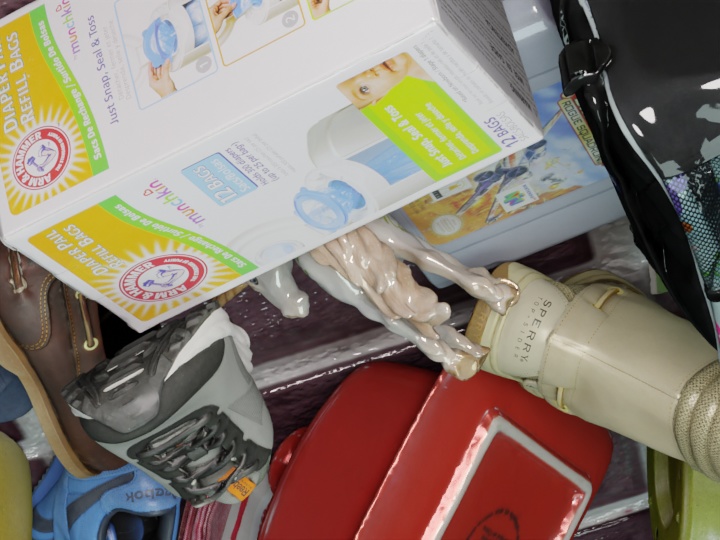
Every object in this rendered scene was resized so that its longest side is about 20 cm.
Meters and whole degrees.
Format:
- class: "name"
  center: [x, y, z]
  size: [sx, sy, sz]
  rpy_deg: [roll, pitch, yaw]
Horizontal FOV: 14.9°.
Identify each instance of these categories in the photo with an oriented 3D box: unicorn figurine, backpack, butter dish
- class: "unicorn figurine"
  center: [0.000, 0.000, 1.237]
  size: [0.137, 0.074, 0.200]
  rpy_deg: [28, 163, 5]
- class: "backpack"
  center: [0.164, -0.065, 1.144]
  size: [0.150, 0.178, 0.200]
  rpy_deg: [-16, 138, 4]
- class: "butter dish"
  center: [0.015, 0.127, 1.464]
  size: [0.200, 0.148, 0.200]
  rpy_deg: [36, 78, -56]

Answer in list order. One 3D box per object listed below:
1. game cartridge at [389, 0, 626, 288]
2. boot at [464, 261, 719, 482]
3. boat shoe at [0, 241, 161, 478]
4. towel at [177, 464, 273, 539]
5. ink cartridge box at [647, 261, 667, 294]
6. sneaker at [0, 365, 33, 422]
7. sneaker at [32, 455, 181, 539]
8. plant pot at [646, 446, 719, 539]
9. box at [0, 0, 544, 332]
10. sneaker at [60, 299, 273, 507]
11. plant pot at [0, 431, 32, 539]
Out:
- class: "game cartridge"
  center: [0.063, -0.062, 1.259]
  size: [0.133, 0.042, 0.200]
  rpy_deg: [-18, 151, 13]
- class: "boot"
  center: [0.155, 0.054, 1.361]
  size: [0.200, 0.155, 0.073]
  rpy_deg: [18, 95, -64]
- class: "boat shoe"
  center: [-0.127, 0.037, 1.297]
  size: [0.070, 0.071, 0.200]
  rpy_deg: [-14, 151, 5]
- class: "towel"
  center: [-0.053, 0.184, 1.519]
  size: [0.023, 0.145, 0.200]
  rpy_deg: [1, 158, 23]
- class: "ink cartridge box"
  center: [0.225, -0.066, 1.319]
  size: [0.199, 0.048, 0.146]
  rpy_deg: [-15, 151, 1]
- class: "sneaker"
  center: [-0.224, 0.059, 1.274]
  size: [0.075, 0.085, 0.200]
  rpy_deg: [-35, 146, 30]
- class: "sneaker"
  center: [-0.138, 0.144, 1.472]
  size: [0.066, 0.079, 0.200]
  rpy_deg: [-5, 150, -22]
- class: "plant pot"
  center: [0.259, 0.103, 1.505]
  size: [0.192, 0.201, 0.201]
  rpy_deg: [0, 149, -4]
- class: "box"
  center: [-0.045, -0.073, 1.117]
  size: [0.199, 0.102, 0.112]
  rpy_deg: [-25, 149, 16]
- class: "sneaker"
  center: [-0.071, 0.063, 1.196]
  size: [0.074, 0.080, 0.200]
  rpy_deg: [-28, 173, 6]
- class: "plant pot"
  center: [-0.255, 0.182, 1.411]
  size: [0.199, 0.142, 0.200]
  rpy_deg: [-12, 151, -7]
